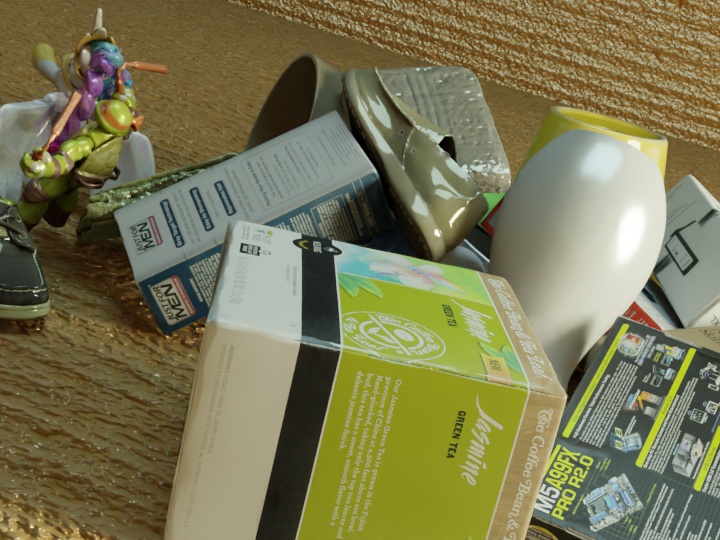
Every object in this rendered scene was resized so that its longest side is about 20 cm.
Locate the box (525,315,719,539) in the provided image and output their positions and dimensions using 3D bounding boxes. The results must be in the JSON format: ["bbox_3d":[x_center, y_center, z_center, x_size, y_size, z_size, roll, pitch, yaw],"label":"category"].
[{"bbox_3d":[0.199,0.126,0.744,0.159,0.045,0.200,20,41,20],"label":"box"}]

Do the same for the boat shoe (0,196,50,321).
[{"bbox_3d":[-0.288,-0.024,0.910,0.071,0.067,0.200,2,20,-34],"label":"boat shoe"}]

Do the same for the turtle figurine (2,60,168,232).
[{"bbox_3d":[-0.230,-0.096,1.001,0.064,0.161,0.200,44,32,-8],"label":"turtle figurine"}]

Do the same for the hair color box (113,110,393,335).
[{"bbox_3d":[-0.084,-0.040,0.935,0.198,0.061,0.100,-25,40,-5],"label":"hair color box"}]

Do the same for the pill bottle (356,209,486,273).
[{"bbox_3d":[0.000,0.000,0.996,0.111,0.114,0.199,-4,23,-46],"label":"pill bottle"}]

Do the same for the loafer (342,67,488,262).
[{"bbox_3d":[0.041,-0.089,0.936,0.067,0.076,0.201,-20,54,-7],"label":"loafer"}]

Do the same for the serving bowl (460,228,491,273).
[{"bbox_3d":[0.124,0.018,1.074,0.199,0.066,0.200,35,14,-10],"label":"serving bowl"}]

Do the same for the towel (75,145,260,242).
[{"bbox_3d":[-0.148,-0.065,1.036,0.198,0.037,0.148,-18,1,-16],"label":"towel"}]

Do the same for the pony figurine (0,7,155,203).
[{"bbox_3d":[-0.279,-0.141,1.139,0.165,0.196,0.199,10,-2,-25],"label":"pony figurine"}]

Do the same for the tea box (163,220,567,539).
[{"bbox_3d":[-0.003,0.075,0.712,0.194,0.135,0.200,13,17,-7],"label":"tea box"}]

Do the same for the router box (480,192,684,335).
[{"bbox_3d":[0.215,0.013,1.060,0.180,0.049,0.199,48,17,24],"label":"router box"}]

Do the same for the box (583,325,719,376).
[{"bbox_3d":[0.277,0.096,0.917,0.197,0.079,0.095,-4,23,-21],"label":"box"}]

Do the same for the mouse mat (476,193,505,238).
[{"bbox_3d":[0.097,-0.083,1.143,0.160,0.008,0.201,33,21,-20],"label":"mouse mat"}]

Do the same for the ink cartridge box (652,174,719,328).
[{"bbox_3d":[0.337,0.022,1.075,0.146,0.084,0.201,41,18,-20],"label":"ink cartridge box"}]

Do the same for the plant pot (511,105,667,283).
[{"bbox_3d":[0.236,-0.066,1.269,0.198,0.191,0.201,12,16,-4],"label":"plant pot"}]

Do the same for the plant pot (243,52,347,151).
[{"bbox_3d":[-0.003,-0.095,1.227,0.198,0.189,0.187,21,13,-23],"label":"plant pot"}]

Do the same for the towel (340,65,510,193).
[{"bbox_3d":[0.053,-0.124,1.066,0.130,0.035,0.201,-4,37,-3],"label":"towel"}]

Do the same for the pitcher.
[{"bbox_3d":[0.140,0.005,0.902,0.120,0.202,0.171,27,-8,-12],"label":"pitcher"}]
